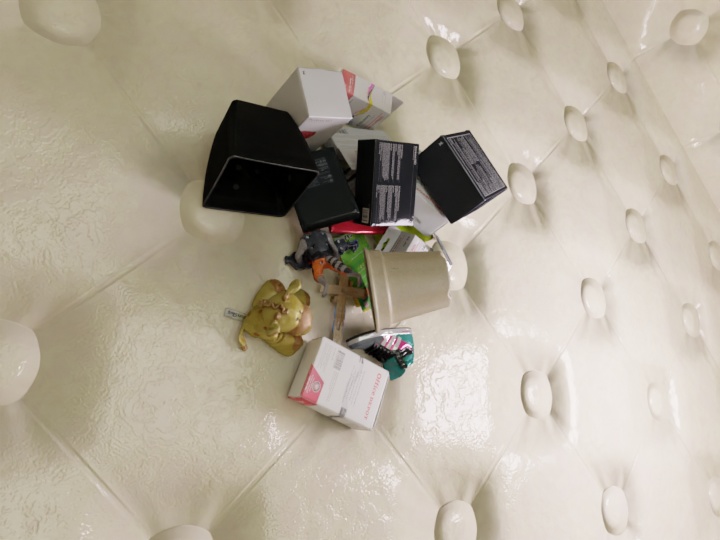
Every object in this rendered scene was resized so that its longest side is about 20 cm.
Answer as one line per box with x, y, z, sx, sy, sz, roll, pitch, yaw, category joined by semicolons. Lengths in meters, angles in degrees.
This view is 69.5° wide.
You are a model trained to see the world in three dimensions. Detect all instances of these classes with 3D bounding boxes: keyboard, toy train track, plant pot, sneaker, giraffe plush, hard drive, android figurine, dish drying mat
0.216;-0.072;1.414;0.056;0.011;0.200;54;11;-21;keyboard
-0.053;0.092;1.262;0.114;0.032;0.202;10;80;-21;toy train track
0.110;0.033;1.212;0.182;0.200;0.202;-8;81;-1;plant pot
0.059;0.211;1.281;0.199;0.084;0.122;-1;69;-35;sneaker
-0.028;-0.181;1.323;0.115;0.075;0.201;48;54;-12;sneaker
-0.168;0.092;1.105;0.199;0.162;0.174;4;76;-34;giraffe plush
-0.099;-0.195;1.235;0.138;0.033;0.201;-16;65;-10;hard drive
0.112;-0.106;1.422;0.199;0.041;0.184;-15;87;-37;android figurine
-0.231;-0.252;1.144;0.198;0.200;0.179;3;65;-33;plant pot
-0.007;-0.126;1.299;0.199;0.018;0.077;-2;67;-43;dish drying mat

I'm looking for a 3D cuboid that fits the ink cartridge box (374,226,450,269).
0.133;-0.020;1.355;0.199;0.067;0.116;34;86;-33;ink cartridge box

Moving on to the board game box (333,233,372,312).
0.000;0.000;1.326;0.095;0.030;0.201;-22;88;-34;board game box

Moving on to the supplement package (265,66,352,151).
-0.129;-0.371;1.229;0.120;0.200;0.121;-8;82;-34;supplement package

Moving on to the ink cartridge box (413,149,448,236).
0.172;-0.214;1.428;0.146;0.084;0.201;36;41;-22;ink cartridge box

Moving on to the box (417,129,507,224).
0.264;-0.253;1.384;0.201;0.123;0.198;57;35;4;box

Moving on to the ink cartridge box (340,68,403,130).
0.005;-0.440;1.388;0.199;0.116;0.068;16;68;-29;ink cartridge box

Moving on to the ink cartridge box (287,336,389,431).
-0.046;0.262;1.192;0.199;0.085;0.147;31;62;-22;ink cartridge box

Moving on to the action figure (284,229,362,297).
-0.066;-0.043;1.219;0.199;0.105;0.194;-23;62;-28;action figure

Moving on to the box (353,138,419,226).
0.063;-0.211;1.265;0.140;0.079;0.202;-3;102;-35;box

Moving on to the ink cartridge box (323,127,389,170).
0.014;-0.304;1.358;0.199;0.044;0.174;-6;54;-35;ink cartridge box
